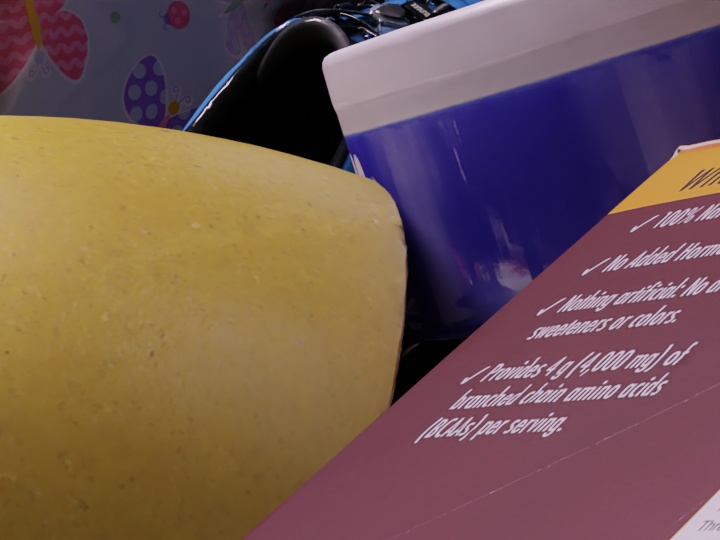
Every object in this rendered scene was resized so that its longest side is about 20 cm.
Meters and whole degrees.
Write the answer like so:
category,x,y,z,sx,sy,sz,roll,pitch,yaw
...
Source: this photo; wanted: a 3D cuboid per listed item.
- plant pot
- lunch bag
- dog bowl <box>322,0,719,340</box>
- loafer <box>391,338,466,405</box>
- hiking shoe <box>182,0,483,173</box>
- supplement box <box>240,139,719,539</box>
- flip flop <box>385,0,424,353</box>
category,x,y,z,sx,sy,sz,roll,pitch,yaw
plant pot,-0.098,0.040,0.736,0.200,0.141,0.200,-54,20,30
lunch bag,-0.102,-0.071,1.013,0.169,0.128,0.199,-3,6,45
dog bowl,0.095,-0.048,0.788,0.199,0.079,0.200,-17,3,1
loafer,0.039,0.035,0.782,0.072,0.063,0.200,-39,15,-19
hiking shoe,0.010,-0.048,0.884,0.200,0.074,0.087,-47,-26,-25
supplement box,0.071,0.081,0.417,0.200,0.133,0.197,-40,15,-27
flip flop,0.000,0.000,0.940,0.081,0.058,0.201,10,56,11
